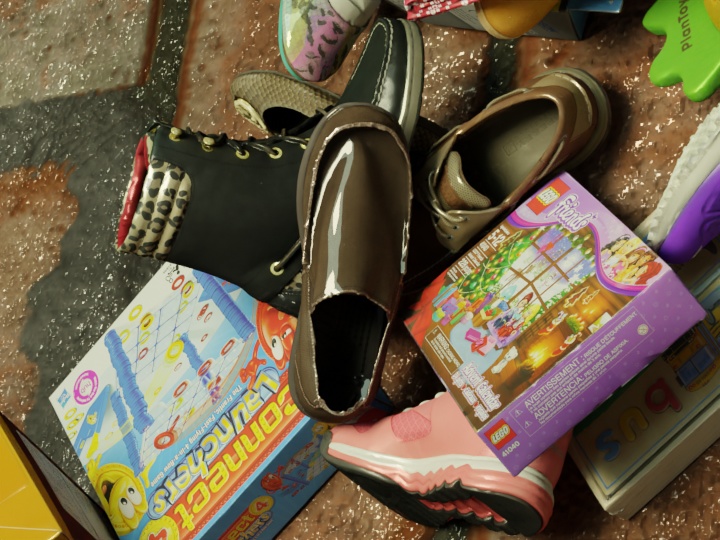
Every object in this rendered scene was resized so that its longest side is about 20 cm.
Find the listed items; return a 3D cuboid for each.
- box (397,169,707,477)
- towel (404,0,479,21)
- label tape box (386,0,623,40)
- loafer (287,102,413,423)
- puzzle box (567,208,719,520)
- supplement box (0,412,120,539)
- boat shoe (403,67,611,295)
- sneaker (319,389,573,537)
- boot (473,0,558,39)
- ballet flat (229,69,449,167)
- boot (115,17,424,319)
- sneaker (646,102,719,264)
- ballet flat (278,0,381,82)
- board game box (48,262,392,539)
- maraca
[{"bbox_3d":[0.103,0.024,1.228,0.137,0.039,0.200,-40,21,2],"label":"box"},{"bbox_3d":[0.108,-0.235,1.249,0.200,0.022,0.145,-15,62,31],"label":"towel"},{"bbox_3d":[0.120,-0.226,1.382,0.200,0.063,0.145,12,81,40],"label":"label tape box"},{"bbox_3d":[0.000,0.000,1.294,0.071,0.073,0.201,-136,48,-75],"label":"loafer"},{"bbox_3d":[0.186,0.031,1.240,0.200,0.025,0.133,-46,49,17],"label":"puzzle box"},{"bbox_3d":[-0.251,0.224,1.385,0.197,0.200,0.133,-37,51,-2],"label":"supplement box"},{"bbox_3d":[0.065,-0.055,1.335,0.200,0.072,0.076,-44,78,23],"label":"boat shoe"},{"bbox_3d":[0.058,0.105,1.295,0.200,0.074,0.087,3,59,52],"label":"sneaker"},{"bbox_3d":[0.156,-0.224,1.256,0.144,0.071,0.201,11,71,51],"label":"boot"},{"bbox_3d":[-0.019,-0.093,1.452,0.200,0.067,0.046,19,79,38],"label":"ballet flat"},{"bbox_3d":[-0.054,-0.078,1.340,0.073,0.153,0.204,-146,74,-73],"label":"boot"},{"bbox_3d":[0.237,-0.062,1.169,0.200,0.099,0.070,-57,0,34],"label":"sneaker"},{"bbox_3d":[-0.004,-0.215,1.464,0.071,0.069,0.200,-17,41,34],"label":"ballet flat"},{"bbox_3d":[-0.100,0.089,1.449,0.200,0.056,0.196,-48,47,15],"label":"board game box"},{"bbox_3d":[0.242,-0.174,1.223,0.200,0.107,0.137,-32,39,34],"label":"maraca"}]
